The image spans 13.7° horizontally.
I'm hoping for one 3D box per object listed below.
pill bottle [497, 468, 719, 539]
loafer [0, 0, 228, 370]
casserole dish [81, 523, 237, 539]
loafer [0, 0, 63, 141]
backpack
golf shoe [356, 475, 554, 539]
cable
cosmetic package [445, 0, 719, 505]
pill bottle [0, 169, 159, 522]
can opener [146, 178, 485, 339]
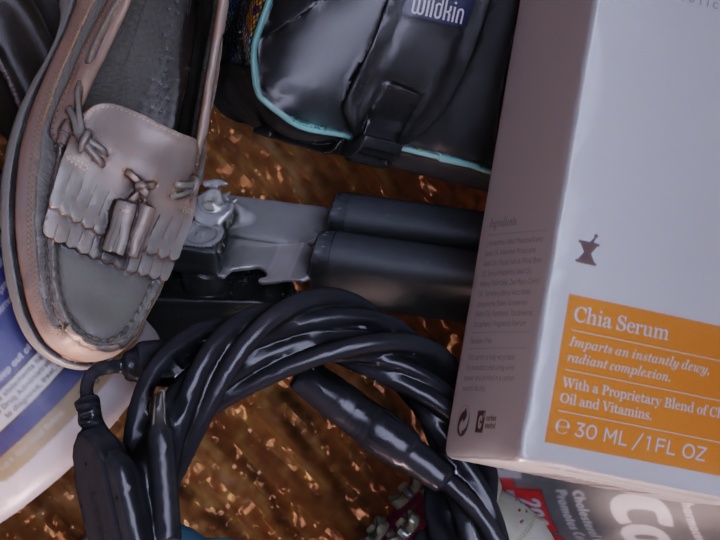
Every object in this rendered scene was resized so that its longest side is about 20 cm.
[{"bbox_3d":[0.154,0.061,1.210,0.114,0.199,0.114,-2,92,-58],"label":"pill bottle"},{"bbox_3d":[-0.087,-0.063,1.143,0.072,0.063,0.201,22,65,-32],"label":"loafer"},{"bbox_3d":[-0.118,0.178,1.176,0.200,0.121,0.039,-45,137,4],"label":"casserole dish"},{"bbox_3d":[-0.155,-0.108,1.206,0.071,0.073,0.201,-21,91,-4],"label":"loafer"},{"bbox_3d":[0.036,-0.141,1.208,0.175,0.153,0.201,13,96,-16],"label":"backpack"},{"bbox_3d":[0.012,0.170,1.179,0.091,0.075,0.200,40,80,-13],"label":"golf shoe"},{"bbox_3d":[-0.019,0.111,1.124,0.163,0.051,0.201,-13,85,-21],"label":"cable"},{"bbox_3d":[0.105,-0.019,1.118,0.101,0.071,0.201,11,84,-21],"label":"cosmetic package"},{"bbox_3d":[-0.182,-0.004,1.172,0.111,0.111,0.200,-45,102,-10],"label":"pill bottle"},{"bbox_3d":[0.000,0.000,1.224,0.199,0.053,0.067,4,129,14],"label":"can opener"}]
